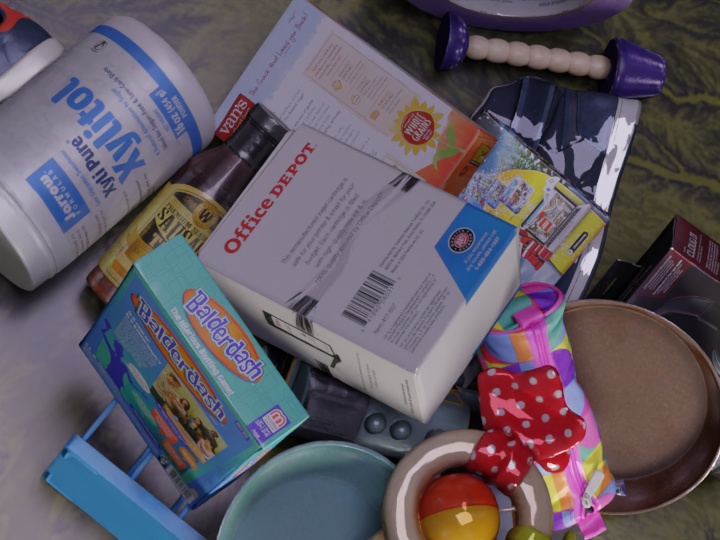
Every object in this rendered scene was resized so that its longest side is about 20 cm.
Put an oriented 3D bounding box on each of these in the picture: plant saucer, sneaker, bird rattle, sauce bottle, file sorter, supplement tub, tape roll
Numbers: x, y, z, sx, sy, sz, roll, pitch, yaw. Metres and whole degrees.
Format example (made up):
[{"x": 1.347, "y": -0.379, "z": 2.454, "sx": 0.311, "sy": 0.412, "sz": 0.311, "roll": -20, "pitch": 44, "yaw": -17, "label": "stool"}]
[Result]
[{"x": -0.028, "y": 0.227, "z": 1.549, "sx": 0.199, "sy": 0.036, "sz": 0.201, "roll": 5, "pitch": 80, "yaw": -30, "label": "plant saucer"}, {"x": 0.143, "y": -0.064, "z": 1.778, "sx": 0.145, "sy": 0.077, "sz": 0.204, "roll": 15, "pitch": 83, "yaw": -1, "label": "sneaker"}, {"x": 0.096, "y": 0.172, "z": 1.549, "sx": 0.162, "sy": 0.113, "sz": 0.201, "roll": -6, "pitch": 83, "yaw": -15, "label": "bird rattle"}, {"x": -0.333, "y": -0.138, "z": 1.678, "sx": 0.085, "sy": 0.075, "sz": 0.200, "roll": 45, "pitch": 66, "yaw": 7, "label": "sneaker"}, {"x": 0.201, "y": 0.106, "z": 1.717, "sx": 0.200, "sy": 0.201, "sz": 0.035, "roll": 36, "pitch": 30, "yaw": -4, "label": "plant saucer"}, {"x": -0.133, "y": -0.048, "z": 1.672, "sx": 0.066, "sy": 0.066, "sz": 0.200, "roll": 40, "pitch": 96, "yaw": -3, "label": "sauce bottle"}, {"x": -0.125, "y": 0.166, "z": 1.626, "sx": 0.200, "sy": 0.139, "sz": 0.123, "roll": 39, "pitch": 68, "yaw": -3, "label": "file sorter"}, {"x": -0.225, "y": -0.094, "z": 1.659, "sx": 0.200, "sy": 0.132, "sz": 0.132, "roll": -43, "pitch": 90, "yaw": -19, "label": "supplement tub"}, {"x": 0.131, "y": -0.263, "z": 1.748, "sx": 0.199, "sy": 0.200, "sz": 0.066, "roll": 7, "pitch": 77, "yaw": -13, "label": "tape roll"}]

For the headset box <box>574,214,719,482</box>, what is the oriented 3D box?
[{"x": 0.278, "y": 0.064, "z": 1.740, "sx": 0.200, "sy": 0.075, "sz": 0.149, "roll": 36, "pitch": 116, "yaw": -5, "label": "headset box"}]

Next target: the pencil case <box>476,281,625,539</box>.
[{"x": 0.147, "y": 0.110, "z": 1.668, "sx": 0.088, "sy": 0.088, "sz": 0.201, "roll": -27, "pitch": 112, "yaw": -18, "label": "pencil case"}]

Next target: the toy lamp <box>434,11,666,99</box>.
[{"x": 0.166, "y": -0.183, "z": 1.817, "sx": 0.199, "sy": 0.058, "sz": 0.059, "roll": 10, "pitch": 76, "yaw": -11, "label": "toy lamp"}]

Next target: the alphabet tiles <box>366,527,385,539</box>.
[{"x": 0.036, "y": 0.277, "z": 1.555, "sx": 0.200, "sy": 0.008, "sz": 0.168, "roll": -34, "pitch": 101, "yaw": -30, "label": "alphabet tiles"}]

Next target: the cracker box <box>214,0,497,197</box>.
[{"x": -0.008, "y": -0.111, "z": 1.696, "sx": 0.200, "sy": 0.058, "sz": 0.134, "roll": 39, "pitch": 98, "yaw": 19, "label": "cracker box"}]

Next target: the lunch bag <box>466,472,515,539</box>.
[{"x": 0.077, "y": 0.277, "z": 1.659, "sx": 0.169, "sy": 0.124, "sz": 0.201, "roll": -22, "pitch": 76, "yaw": -17, "label": "lunch bag"}]

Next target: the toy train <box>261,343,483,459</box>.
[{"x": 0.014, "y": 0.106, "z": 1.654, "sx": 0.199, "sy": 0.114, "sz": 0.086, "roll": 17, "pitch": 106, "yaw": -20, "label": "toy train"}]

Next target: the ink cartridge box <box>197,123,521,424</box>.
[{"x": 0.000, "y": 0.000, "z": 1.578, "sx": 0.199, "sy": 0.084, "sz": 0.146, "roll": 27, "pitch": 65, "yaw": 22, "label": "ink cartridge box"}]

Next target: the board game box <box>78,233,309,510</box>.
[{"x": -0.121, "y": 0.076, "z": 1.473, "sx": 0.045, "sy": 0.200, "sz": 0.152, "roll": -33, "pitch": 86, "yaw": -25, "label": "board game box"}]

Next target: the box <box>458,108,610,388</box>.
[{"x": 0.089, "y": -0.013, "z": 1.724, "sx": 0.136, "sy": 0.038, "sz": 0.200, "roll": 40, "pitch": 99, "yaw": -2, "label": "box"}]
